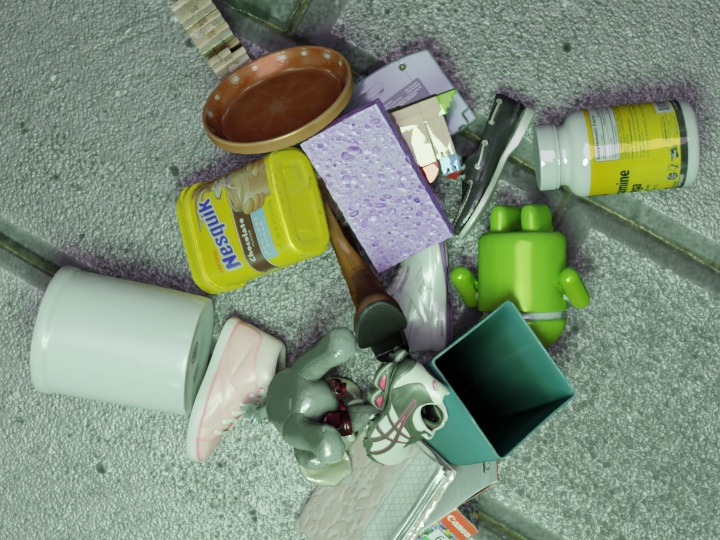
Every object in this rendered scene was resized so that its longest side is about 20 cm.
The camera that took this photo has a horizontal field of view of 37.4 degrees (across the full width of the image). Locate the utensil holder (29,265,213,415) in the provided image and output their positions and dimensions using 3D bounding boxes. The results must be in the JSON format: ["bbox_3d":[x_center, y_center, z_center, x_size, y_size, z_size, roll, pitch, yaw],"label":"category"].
[{"bbox_3d":[-0.308,0.094,1.401,0.198,0.170,0.172,10,91,3],"label":"utensil holder"}]

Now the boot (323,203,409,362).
[{"bbox_3d":[0.000,0.000,1.340,0.068,0.188,0.201,-26,70,8],"label":"boot"}]

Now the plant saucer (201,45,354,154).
[{"bbox_3d":[-0.102,-0.212,1.339,0.199,0.201,0.032,-19,130,5],"label":"plant saucer"}]

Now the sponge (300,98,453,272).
[{"bbox_3d":[0.023,-0.102,1.322,0.111,0.030,0.201,-24,112,19],"label":"sponge"}]

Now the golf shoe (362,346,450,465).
[{"bbox_3d":[0.055,0.183,1.271,0.088,0.201,0.077,28,54,21],"label":"golf shoe"}]

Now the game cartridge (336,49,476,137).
[{"bbox_3d":[0.037,-0.195,1.416,0.199,0.042,0.134,-36,84,6],"label":"game cartridge"}]

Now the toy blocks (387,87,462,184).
[{"bbox_3d":[0.050,-0.134,1.362,0.199,0.100,0.138,-20,101,7],"label":"toy blocks"}]

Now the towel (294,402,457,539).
[{"bbox_3d":[0.013,0.294,1.380,0.032,0.191,0.201,33,90,-38],"label":"towel"}]

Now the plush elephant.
[{"bbox_3d":[-0.038,0.185,1.367,0.199,0.154,0.166,-22,58,43],"label":"plush elephant"}]

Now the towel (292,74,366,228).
[{"bbox_3d":[-0.024,-0.148,1.450,0.200,0.022,0.147,-40,87,4],"label":"towel"}]

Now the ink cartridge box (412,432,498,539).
[{"bbox_3d":[0.112,0.304,1.366,0.200,0.109,0.050,-38,107,21],"label":"ink cartridge box"}]

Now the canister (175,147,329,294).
[{"bbox_3d":[-0.140,-0.063,1.373,0.199,0.086,0.150,-18,85,44],"label":"canister"}]

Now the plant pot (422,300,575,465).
[{"bbox_3d":[0.134,0.157,1.341,0.141,0.200,0.142,-34,88,-29],"label":"plant pot"}]

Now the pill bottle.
[{"bbox_3d":[0.327,-0.155,1.376,0.198,0.112,0.114,-5,90,5],"label":"pill bottle"}]

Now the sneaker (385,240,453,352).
[{"bbox_3d":[0.070,0.011,1.416,0.099,0.075,0.202,-3,88,8],"label":"sneaker"}]

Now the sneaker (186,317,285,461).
[{"bbox_3d":[-0.161,0.173,1.434,0.104,0.075,0.202,19,87,9],"label":"sneaker"}]

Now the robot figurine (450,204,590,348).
[{"bbox_3d":[0.210,0.016,1.383,0.174,0.115,0.202,1,92,28],"label":"robot figurine"}]

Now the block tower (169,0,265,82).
[{"bbox_3d":[-0.183,-0.293,1.446,0.054,0.058,0.201,-34,86,3],"label":"block tower"}]

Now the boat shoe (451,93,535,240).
[{"bbox_3d":[0.162,-0.138,1.409,0.060,0.074,0.201,27,89,4],"label":"boat shoe"}]
